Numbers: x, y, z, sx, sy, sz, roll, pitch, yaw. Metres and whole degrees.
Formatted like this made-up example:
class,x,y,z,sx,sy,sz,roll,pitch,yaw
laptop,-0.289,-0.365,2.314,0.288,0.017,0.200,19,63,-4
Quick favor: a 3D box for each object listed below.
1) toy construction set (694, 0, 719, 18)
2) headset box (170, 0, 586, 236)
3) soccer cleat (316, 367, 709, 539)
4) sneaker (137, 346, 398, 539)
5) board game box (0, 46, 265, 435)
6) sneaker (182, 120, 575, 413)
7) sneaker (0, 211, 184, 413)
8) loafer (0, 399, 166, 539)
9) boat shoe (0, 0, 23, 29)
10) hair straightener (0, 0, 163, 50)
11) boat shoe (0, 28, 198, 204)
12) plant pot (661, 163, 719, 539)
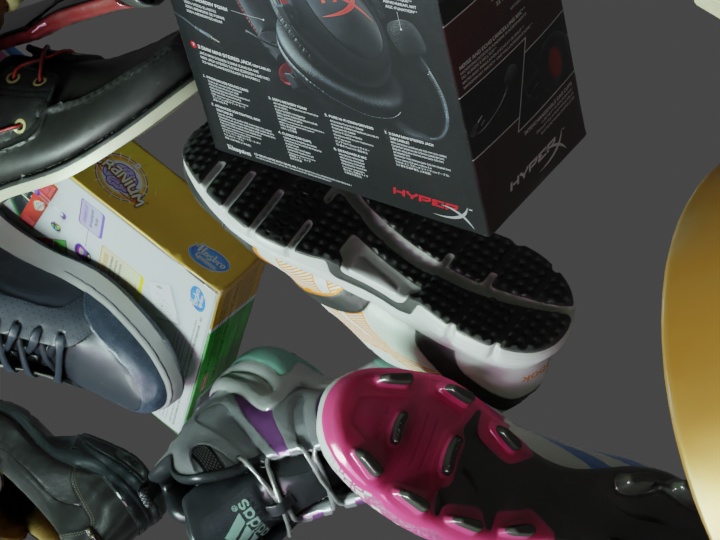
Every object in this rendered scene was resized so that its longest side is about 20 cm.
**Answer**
class,x,y,z,sx,sy,sz,roll,pitch,yaw
toy construction set,0.122,-0.130,0.755,0.200,0.092,0.131,47,150,18
headset box,-0.005,-0.127,0.907,0.149,0.075,0.200,19,140,35
soccer cleat,0.059,0.101,1.042,0.200,0.070,0.086,22,159,-20
sneaker,-0.030,0.107,1.144,0.200,0.140,0.078,-1,126,50
board game box,-0.147,-0.021,1.226,0.200,0.040,0.153,38,148,11
sneaker,0.000,0.000,1.052,0.200,0.074,0.080,34,149,17
sneaker,-0.203,0.043,1.190,0.202,0.146,0.077,32,145,16
loafer,-0.212,0.132,1.447,0.200,0.072,0.073,10,135,44
boat shoe,-0.202,-0.118,1.052,0.072,0.068,0.200,46,166,-12
hair straightener,-0.153,-0.143,1.087,0.200,0.041,0.077,1,128,56
boat shoe,-0.152,-0.072,1.108,0.201,0.074,0.063,-21,104,34
plant pot,0.226,0.027,0.731,0.183,0.200,0.200,-23,109,40
